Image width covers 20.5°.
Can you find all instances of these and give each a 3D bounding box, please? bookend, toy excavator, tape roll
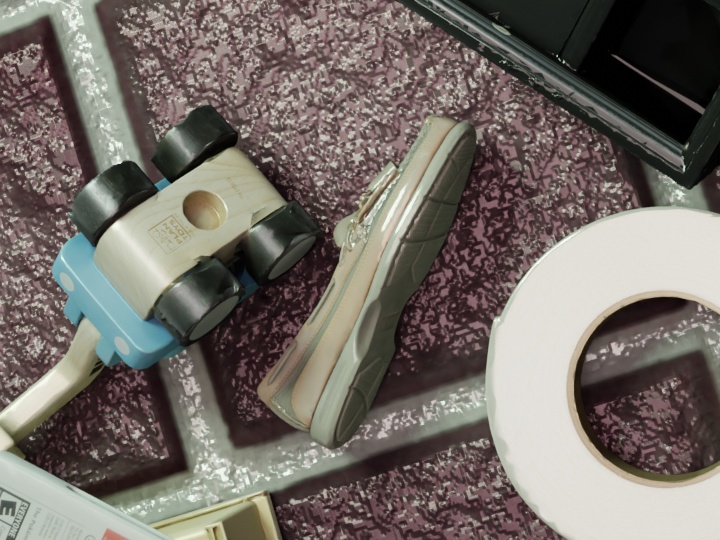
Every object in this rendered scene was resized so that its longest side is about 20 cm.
[{"bbox_3d":[0.150,-0.184,1.040,0.198,0.092,0.200,35,119,12],"label":"bookend"},{"bbox_3d":[-0.137,0.028,1.144,0.100,0.200,0.194,47,56,9],"label":"toy excavator"},{"bbox_3d":[0.168,0.064,1.100,0.202,0.037,0.204,0,91,13],"label":"tape roll"}]

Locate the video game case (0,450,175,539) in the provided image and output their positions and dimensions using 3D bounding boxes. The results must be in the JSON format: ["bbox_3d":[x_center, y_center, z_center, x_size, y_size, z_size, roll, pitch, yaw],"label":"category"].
[{"bbox_3d":[-0.161,0.227,1.090,0.182,0.023,0.201,26,95,12],"label":"video game case"}]

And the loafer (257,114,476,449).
[{"bbox_3d":[0.000,0.000,1.124,0.063,0.072,0.201,26,99,19],"label":"loafer"}]

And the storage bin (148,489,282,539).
[{"bbox_3d":[-0.128,0.253,1.142,0.199,0.094,0.200,-17,87,12],"label":"storage bin"}]
